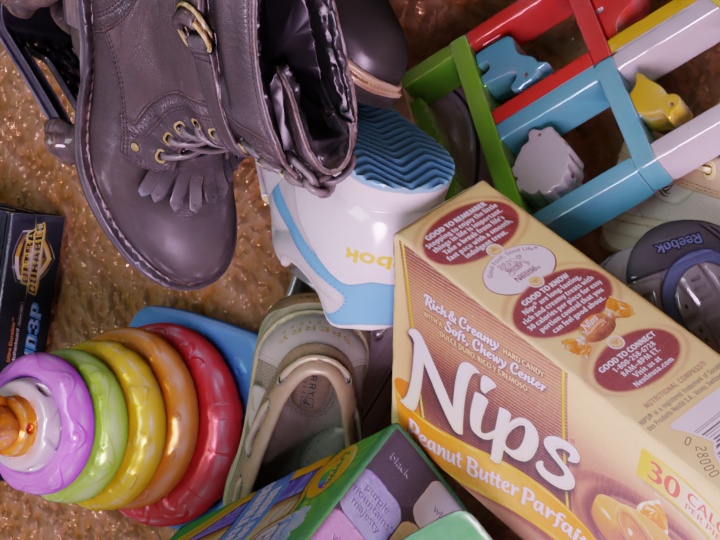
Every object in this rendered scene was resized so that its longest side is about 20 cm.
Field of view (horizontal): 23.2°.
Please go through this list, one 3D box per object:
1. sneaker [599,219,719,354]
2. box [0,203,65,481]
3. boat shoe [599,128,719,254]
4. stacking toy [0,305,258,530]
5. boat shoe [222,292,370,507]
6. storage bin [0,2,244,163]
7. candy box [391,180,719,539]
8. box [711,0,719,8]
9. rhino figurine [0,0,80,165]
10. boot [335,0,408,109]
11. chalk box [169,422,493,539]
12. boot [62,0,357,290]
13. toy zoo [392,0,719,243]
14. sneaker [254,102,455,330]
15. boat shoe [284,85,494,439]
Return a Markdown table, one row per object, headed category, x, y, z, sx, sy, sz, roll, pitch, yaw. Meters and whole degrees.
| category | x | y | z | sx | sy | sz | roll | pitch | yaw |
| --- | --- | --- | --- | --- | --- | --- | --- | --- | --- |
| sneaker | 0.159 | 0.071 | 0.731 | 0.201 | 0.074 | 0.087 | 64 | 161 | -4 |
| box | -0.272 | 0.029 | 1.064 | 0.199 | 0.046 | 0.160 | 12 | 94 | 36 |
| boat shoe | 0.188 | -0.032 | 0.722 | 0.199 | 0.074 | 0.070 | 7 | 97 | 36 |
| stacking toy | -0.144 | 0.078 | 0.875 | 0.109 | 0.200 | 0.117 | 12 | 95 | 35 |
| boat shoe | -0.028 | 0.109 | 0.833 | 0.073 | 0.063 | 0.201 | 8 | 121 | -4 |
| storage bin | -0.082 | -0.153 | 0.912 | 0.200 | 0.094 | 0.135 | -46 | 64 | 25 |
| candy box | 0.095 | 0.067 | 0.683 | 0.200 | 0.055 | 0.116 | 40 | 147 | 34 |
| box | 0.112 | -0.181 | 0.678 | 0.048 | 0.117 | 0.200 | -41 | 72 | -10 |
| rhino figurine | -0.124 | -0.139 | 0.836 | 0.087 | 0.060 | 0.201 | -20 | 87 | 34 |
| boot | 0.000 | -0.184 | 0.749 | 0.138 | 0.077 | 0.200 | -37 | 68 | 23 |
| chalk box | -0.012 | 0.159 | 0.739 | 0.200 | 0.124 | 0.125 | -30 | 101 | 42 |
| boot | -0.058 | -0.060 | 0.713 | 0.174 | 0.069 | 0.201 | 29 | 136 | 52 |
| toy zoo | 0.108 | -0.085 | 0.766 | 0.200 | 0.020 | 0.132 | -31 | 46 | 18 |
| sneaker | -0.019 | -0.047 | 0.796 | 0.200 | 0.076 | 0.081 | -118 | 36 | -60 |
| boat shoe | 0.000 | 0.000 | 0.857 | 0.071 | 0.070 | 0.201 | 36 | 108 | 32 |
